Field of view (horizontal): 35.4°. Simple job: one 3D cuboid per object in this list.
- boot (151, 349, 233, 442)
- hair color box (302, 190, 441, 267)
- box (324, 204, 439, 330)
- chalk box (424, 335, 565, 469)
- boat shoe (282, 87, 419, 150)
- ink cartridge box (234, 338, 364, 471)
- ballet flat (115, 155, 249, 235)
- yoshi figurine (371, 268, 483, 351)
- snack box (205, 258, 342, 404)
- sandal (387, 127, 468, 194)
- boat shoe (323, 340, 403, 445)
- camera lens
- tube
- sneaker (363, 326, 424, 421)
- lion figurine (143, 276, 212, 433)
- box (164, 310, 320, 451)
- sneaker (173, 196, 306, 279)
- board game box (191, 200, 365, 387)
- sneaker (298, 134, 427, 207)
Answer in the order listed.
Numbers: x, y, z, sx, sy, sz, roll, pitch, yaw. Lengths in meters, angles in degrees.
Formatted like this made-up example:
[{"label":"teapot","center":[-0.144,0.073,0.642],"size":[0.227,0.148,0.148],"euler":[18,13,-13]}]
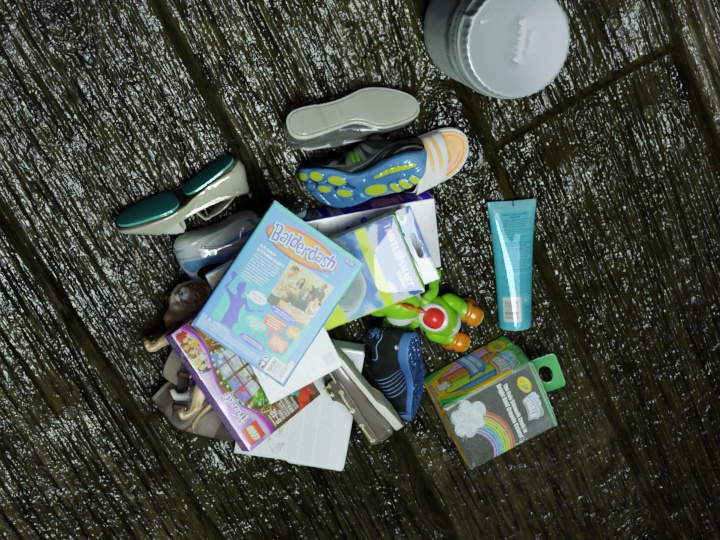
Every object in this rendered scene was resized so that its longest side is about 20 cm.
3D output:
[{"label":"boot","center":[-0.213,0.152,1.668],"size":[0.146,0.070,0.201],"euler":[31,90,3]},{"label":"hair color box","center":[0.013,-0.046,1.668],"size":[0.198,0.065,0.110],"euler":[-11,110,-11]},{"label":"box","center":[0.000,0.000,1.601],"size":[0.199,0.048,0.123],"euler":[-22,100,7]},{"label":"chalk box","center":[0.220,0.194,1.766],"size":[0.199,0.124,0.126],"euler":[-26,111,-5]},{"label":"boat shoe","center":[-0.016,-0.215,1.617],"size":[0.198,0.057,0.067],"euler":[-12,75,-13]},{"label":"ink cartridge box","center":[-0.094,0.198,1.735],"size":[0.172,0.044,0.202],"euler":[10,105,-3]},{"label":"ballet flat","center":[-0.246,-0.089,1.595],"size":[0.199,0.070,0.070],"euler":[-29,112,-3]},{"label":"yoshi figurine","center":[0.081,0.054,1.717],"size":[0.199,0.113,0.112],"euler":[21,143,-33]},{"label":"snack box","center":[-0.120,0.068,1.563],"size":[0.116,0.037,0.201],"euler":[-27,95,-7]},{"label":"sandal","center":[0.068,-0.143,1.651],"size":[0.205,0.059,0.080],"euler":[-20,112,-6]},{"label":"boat shoe","center":[-0.018,0.176,1.674],"size":[0.059,0.072,0.200],"euler":[-38,109,6]},{"label":"camera lens","center":[0.182,-0.324,1.541],"size":[0.158,0.200,0.161],"euler":[-4,109,-12]},{"label":"tube","center":[0.236,-0.009,1.746],"size":[0.077,0.050,0.202],"euler":[-7,105,-15]},{"label":"sneaker","center":[0.051,0.154,1.730],"size":[0.077,0.070,0.201],"euler":[13,140,18]},{"label":"lion figurine","center":[-0.235,0.119,1.623],"size":[0.122,0.072,0.201],"euler":[-26,89,-7]},{"label":"box","center":[-0.164,0.134,1.594],"size":[0.137,0.039,0.201],"euler":[-37,100,-24]},{"label":"sneaker","center":[-0.168,-0.049,1.622],"size":[0.199,0.072,0.073],"euler":[-22,118,-3]},{"label":"board game box","center":[-0.111,0.031,1.521],"size":[0.152,0.045,0.201],"euler":[35,87,-7]},{"label":"sneaker","center":[0.006,-0.145,1.606],"size":[0.198,0.083,0.071],"euler":[-10,129,25]}]
